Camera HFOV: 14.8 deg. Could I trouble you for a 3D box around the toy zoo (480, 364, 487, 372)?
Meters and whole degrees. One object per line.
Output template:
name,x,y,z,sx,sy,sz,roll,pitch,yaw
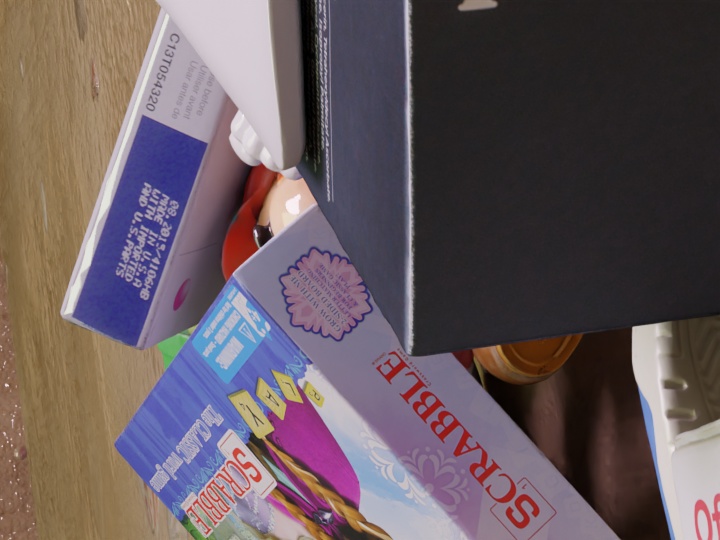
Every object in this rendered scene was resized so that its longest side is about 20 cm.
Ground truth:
toy zoo,0.033,-0.072,0.982,0.200,0.020,0.131,91,158,-53

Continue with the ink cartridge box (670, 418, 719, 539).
ink cartridge box,0.137,0.121,0.575,0.145,0.083,0.200,144,119,-75

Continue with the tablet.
tablet,-0.043,-0.114,0.731,0.200,0.014,0.130,-125,31,-67

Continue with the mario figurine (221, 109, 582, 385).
mario figurine,0.000,0.000,0.924,0.200,0.106,0.124,-172,81,-70

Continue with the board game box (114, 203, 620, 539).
board game box,0.014,0.094,0.927,0.200,0.041,0.200,48,156,4

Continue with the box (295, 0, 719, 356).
box,0.055,-0.077,0.684,0.200,0.148,0.107,-120,26,-61

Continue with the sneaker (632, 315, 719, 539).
sneaker,0.100,0.086,0.725,0.111,0.077,0.200,-47,57,61

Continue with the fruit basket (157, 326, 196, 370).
fruit basket,-0.035,-0.006,1.293,0.185,0.094,0.200,-175,94,-76

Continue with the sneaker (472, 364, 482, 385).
sneaker,0.031,0.055,1.034,0.115,0.076,0.201,125,128,-67

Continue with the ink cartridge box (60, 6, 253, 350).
ink cartridge box,-0.030,-0.080,1.046,0.197,0.043,0.200,-71,-14,15
